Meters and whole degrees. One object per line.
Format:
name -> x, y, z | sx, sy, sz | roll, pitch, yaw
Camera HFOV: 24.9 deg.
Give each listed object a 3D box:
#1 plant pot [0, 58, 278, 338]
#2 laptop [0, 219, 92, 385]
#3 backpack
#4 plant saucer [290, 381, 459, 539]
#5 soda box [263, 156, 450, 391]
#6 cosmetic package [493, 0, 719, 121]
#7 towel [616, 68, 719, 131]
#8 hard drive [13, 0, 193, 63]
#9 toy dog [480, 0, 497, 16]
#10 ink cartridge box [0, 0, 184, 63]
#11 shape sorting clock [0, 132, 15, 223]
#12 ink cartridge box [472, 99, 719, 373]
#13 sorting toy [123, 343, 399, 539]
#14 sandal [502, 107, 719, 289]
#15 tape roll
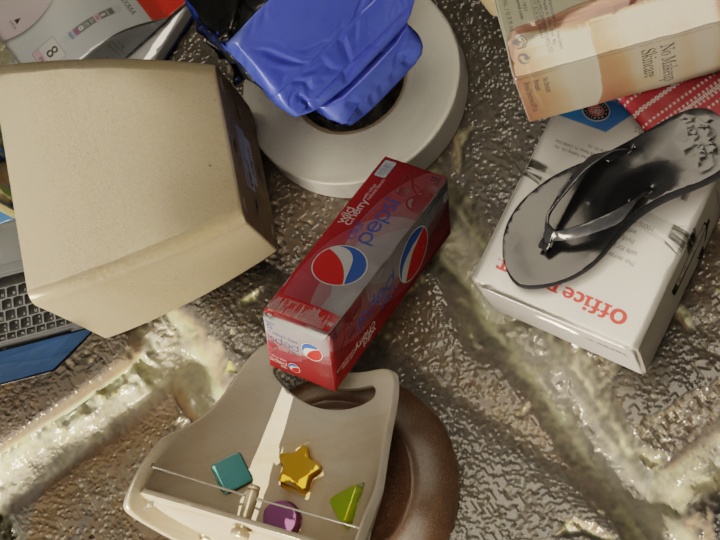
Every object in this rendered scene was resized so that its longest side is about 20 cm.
plant pot -> -0.176, -0.072, 1.373 | 0.176, 0.200, 0.200 | -13, 77, 6
laptop -> -0.336, 0.030, 1.439 | 0.187, 0.116, 0.201 | -14, 69, 12
backpack -> -0.054, -0.218, 1.371 | 0.162, 0.168, 0.200 | -40, 33, -3
plant saucer -> -0.020, 0.177, 1.334 | 0.200, 0.037, 0.201 | -5, 70, 15
soda box -> 0.000, 0.000, 1.325 | 0.063, 0.070, 0.200 | 21, 51, 23
cosmetic package -> 0.208, -0.189, 1.230 | 0.199, 0.103, 0.088 | -15, 72, 10
towel -> 0.255, -0.181, 1.281 | 0.144, 0.022, 0.200 | -36, 69, 0
hard drive -> -0.245, -0.214, 1.542 | 0.132, 0.025, 0.200 | 29, 83, 24
toy dog -> 0.192, -0.247, 1.367 | 0.200, 0.132, 0.096 | -60, 29, 0
ink cartridge box -> -0.253, -0.273, 1.524 | 0.200, 0.057, 0.163 | -42, 65, 6
shape sorting clock -> -0.340, -0.106, 1.441 | 0.039, 0.200, 0.200 | -45, 65, 9
ink cartridge box -> 0.200, -0.040, 1.309 | 0.146, 0.084, 0.200 | 24, 81, 21
sorting toy -> -0.052, 0.146, 1.287 | 0.199, 0.107, 0.180 | 13, 68, 23
sandal -> 0.187, -0.060, 1.238 | 0.200, 0.043, 0.076 | -36, 68, 13
tape roll -> -0.005, -0.163, 1.444 | 0.202, 0.037, 0.203 | -5, 71, 16
